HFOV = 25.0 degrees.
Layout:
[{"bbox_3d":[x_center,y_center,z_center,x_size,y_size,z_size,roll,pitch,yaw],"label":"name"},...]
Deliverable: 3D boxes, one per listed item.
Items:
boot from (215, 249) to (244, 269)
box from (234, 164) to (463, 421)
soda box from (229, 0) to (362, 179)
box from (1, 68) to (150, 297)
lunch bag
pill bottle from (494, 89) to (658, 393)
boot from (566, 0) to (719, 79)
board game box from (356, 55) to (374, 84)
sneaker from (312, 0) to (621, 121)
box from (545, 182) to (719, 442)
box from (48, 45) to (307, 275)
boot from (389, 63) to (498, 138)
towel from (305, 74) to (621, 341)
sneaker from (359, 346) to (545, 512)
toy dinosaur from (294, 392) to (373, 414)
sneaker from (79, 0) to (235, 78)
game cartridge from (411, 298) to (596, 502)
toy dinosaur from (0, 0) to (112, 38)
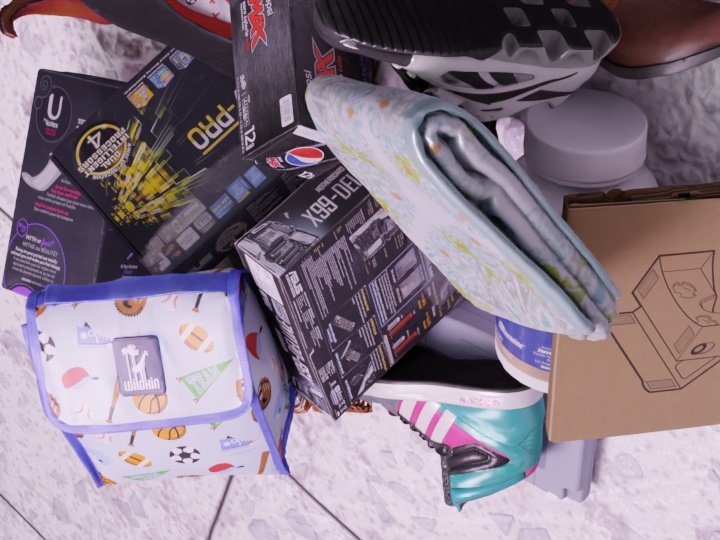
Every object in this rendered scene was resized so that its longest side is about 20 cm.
[{"bbox_3d":[-0.132,0.035,1.419,0.068,0.131,0.200,36,-176,-38],"label":"boot"},{"bbox_3d":[0.000,0.000,1.228,0.050,0.158,0.200,35,159,32],"label":"box"},{"bbox_3d":[-0.046,-0.170,1.134,0.063,0.071,0.201,-25,62,42],"label":"soda box"},{"bbox_3d":[-0.226,-0.066,1.437,0.122,0.106,0.201,17,99,37],"label":"box"},{"bbox_3d":[-0.149,0.076,1.239,0.169,0.124,0.200,-5,141,8],"label":"lunch bag"},{"bbox_3d":[0.151,-0.020,1.141,0.111,0.111,0.201,25,134,31],"label":"pill bottle"},{"bbox_3d":[0.162,-0.227,1.034,0.188,0.068,0.201,11,118,49],"label":"boot"},{"bbox_3d":[-0.027,-0.180,1.186,0.103,0.019,0.201,-9,74,48],"label":"board game box"},{"bbox_3d":[0.057,-0.127,0.998,0.089,0.199,0.074,119,145,-45],"label":"sneaker"},{"bbox_3d":[0.211,0.029,1.103,0.021,0.162,0.201,-102,9,-53],"label":"box"},{"bbox_3d":[-0.124,-0.100,1.285,0.161,0.200,0.049,47,176,24],"label":"box"},{"bbox_3d":[0.054,-0.153,1.154,0.069,0.201,0.174,-14,144,13],"label":"boot"},{"bbox_3d":[0.060,-0.039,1.023,0.200,0.048,0.171,48,167,-25],"label":"towel"},{"bbox_3d":[0.068,0.131,1.316,0.199,0.083,0.121,6,113,42],"label":"sneaker"},{"bbox_3d":[-0.063,0.083,1.477,0.199,0.103,0.136,-1,144,31],"label":"toy dinosaur"},{"bbox_3d":[-0.134,-0.229,1.224,0.201,0.108,0.067,25,149,-29],"label":"sneaker"},{"bbox_3d":[0.108,0.096,1.336,0.199,0.040,0.134,27,138,30],"label":"game cartridge"},{"bbox_3d":[-0.192,-0.220,1.288,0.105,0.201,0.182,22,163,41],"label":"toy dinosaur"}]
